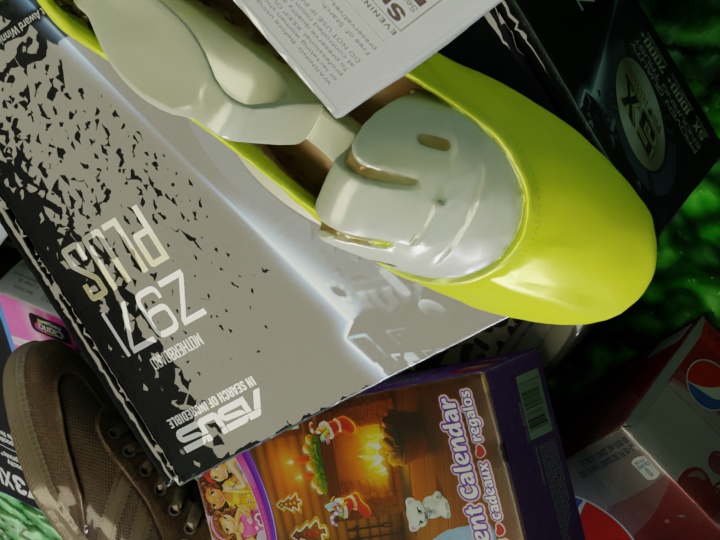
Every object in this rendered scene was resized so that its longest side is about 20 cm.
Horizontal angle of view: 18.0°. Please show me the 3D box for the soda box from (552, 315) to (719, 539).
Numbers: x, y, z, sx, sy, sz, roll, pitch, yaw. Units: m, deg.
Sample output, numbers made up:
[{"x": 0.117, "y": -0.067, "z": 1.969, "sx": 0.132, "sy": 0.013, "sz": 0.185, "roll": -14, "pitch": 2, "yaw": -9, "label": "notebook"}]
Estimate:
[{"x": 0.083, "y": 0.092, "z": 0.862, "sx": 0.070, "sy": 0.063, "sz": 0.200, "roll": 45, "pitch": 146, "yaw": -5, "label": "soda box"}]

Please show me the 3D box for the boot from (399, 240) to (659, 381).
[{"x": 0.001, "y": -0.001, "z": 0.838, "sx": 0.154, "sy": 0.073, "sz": 0.204, "roll": 44, "pitch": 136, "yaw": 3, "label": "boot"}]

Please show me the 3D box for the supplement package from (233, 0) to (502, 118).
[{"x": 0.026, "y": -0.166, "z": 0.534, "sx": 0.156, "sy": 0.200, "sz": 0.111, "roll": 49, "pitch": 145, "yaw": -8, "label": "supplement package"}]

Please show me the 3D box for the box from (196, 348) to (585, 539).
[{"x": 0.022, "y": 0.138, "z": 0.796, "sx": 0.136, "sy": 0.039, "sz": 0.202, "roll": -13, "pitch": 93, "yaw": 38, "label": "box"}]

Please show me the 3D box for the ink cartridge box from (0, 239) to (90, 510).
[{"x": -0.142, "y": 0.074, "z": 1.092, "sx": 0.094, "sy": 0.037, "sz": 0.201, "roll": 20, "pitch": 140, "yaw": 30, "label": "ink cartridge box"}]

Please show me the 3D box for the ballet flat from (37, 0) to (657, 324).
[{"x": -0.011, "y": -0.041, "z": 0.631, "sx": 0.199, "sy": 0.067, "sz": 0.067, "roll": 36, "pitch": 116, "yaw": 6, "label": "ballet flat"}]

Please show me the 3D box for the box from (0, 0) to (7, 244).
[{"x": -0.242, "y": -0.065, "z": 0.936, "sx": 0.199, "sy": 0.131, "sz": 0.200, "roll": 48, "pitch": 140, "yaw": 2, "label": "box"}]

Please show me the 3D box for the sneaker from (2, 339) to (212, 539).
[{"x": -0.083, "y": 0.112, "z": 0.986, "sx": 0.075, "sy": 0.070, "sz": 0.201, "roll": -27, "pitch": 87, "yaw": 17, "label": "sneaker"}]

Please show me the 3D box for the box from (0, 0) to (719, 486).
[{"x": -0.016, "y": -0.050, "z": 0.720, "sx": 0.199, "sy": 0.086, "sz": 0.165, "roll": -27, "pitch": 98, "yaw": 31, "label": "box"}]
